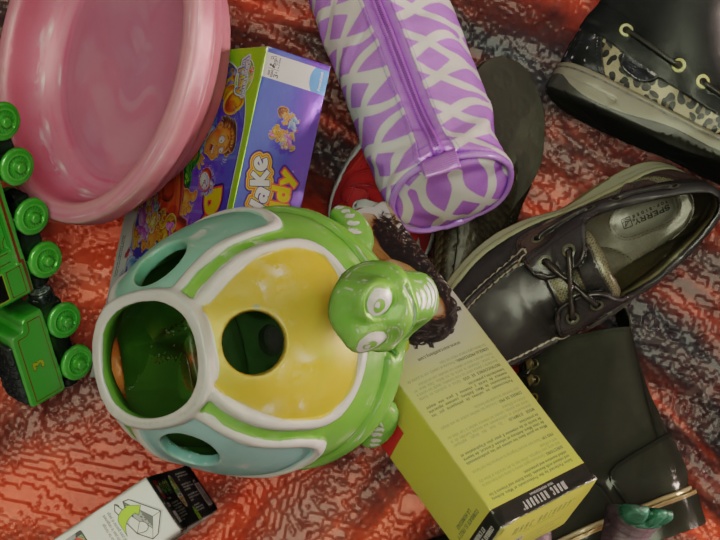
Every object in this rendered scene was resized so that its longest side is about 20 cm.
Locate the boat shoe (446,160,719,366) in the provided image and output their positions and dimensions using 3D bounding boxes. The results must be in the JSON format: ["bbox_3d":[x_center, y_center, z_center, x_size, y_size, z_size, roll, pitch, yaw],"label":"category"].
[{"bbox_3d":[0.128,-0.002,1.129,0.199,0.065,0.072,-30,102,-19],"label":"boat shoe"}]

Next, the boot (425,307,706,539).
[{"bbox_3d":[0.091,0.114,1.149,0.199,0.077,0.139,-15,82,-14],"label":"boot"}]

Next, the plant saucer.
[{"bbox_3d":[-0.141,-0.125,1.128,0.051,0.200,0.202,9,85,-43],"label":"plant saucer"}]

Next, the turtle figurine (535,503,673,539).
[{"bbox_3d":[0.117,0.228,1.062,0.149,0.100,0.202,9,80,-34],"label":"turtle figurine"}]

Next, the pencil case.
[{"bbox_3d":[0.025,-0.120,1.123,0.083,0.086,0.201,-19,63,-5],"label":"pencil case"}]

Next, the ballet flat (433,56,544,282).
[{"bbox_3d":[0.071,-0.029,1.169,0.067,0.046,0.202,8,83,-21],"label":"ballet flat"}]

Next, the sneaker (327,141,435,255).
[{"bbox_3d":[0.000,0.000,1.131,0.071,0.112,0.201,19,86,1],"label":"sneaker"}]

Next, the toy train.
[{"bbox_3d":[-0.207,-0.011,1.122,0.056,0.042,0.201,-31,123,-30],"label":"toy train"}]

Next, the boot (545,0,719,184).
[{"bbox_3d":[0.229,-0.134,1.160,0.202,0.073,0.155,22,84,1],"label":"boot"}]

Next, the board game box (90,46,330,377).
[{"bbox_3d":[-0.090,-0.026,1.124,0.045,0.134,0.202,14,85,-33],"label":"board game box"}]

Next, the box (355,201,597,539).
[{"bbox_3d":[0.035,0.058,1.034,0.075,0.050,0.200,-22,65,-36],"label":"box"}]

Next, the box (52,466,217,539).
[{"bbox_3d":[-0.142,0.156,1.078,0.110,0.200,0.035,-34,86,-2],"label":"box"}]

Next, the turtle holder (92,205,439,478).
[{"bbox_3d":[-0.047,0.042,0.961,0.185,0.131,0.142,20,106,36],"label":"turtle holder"}]
